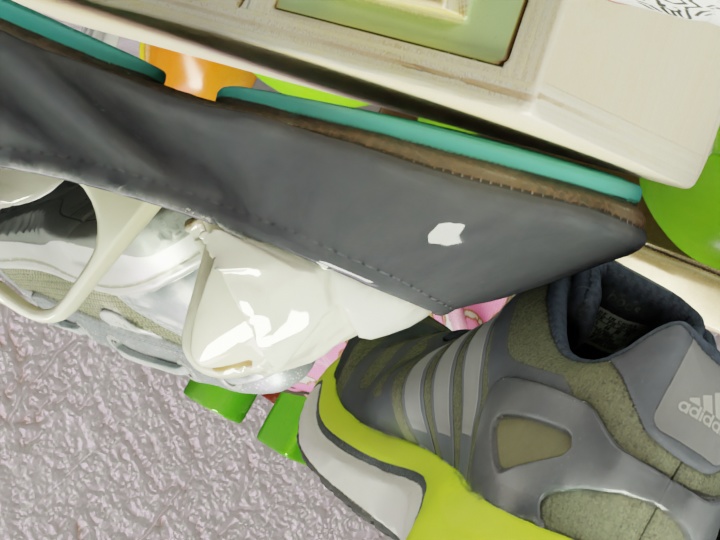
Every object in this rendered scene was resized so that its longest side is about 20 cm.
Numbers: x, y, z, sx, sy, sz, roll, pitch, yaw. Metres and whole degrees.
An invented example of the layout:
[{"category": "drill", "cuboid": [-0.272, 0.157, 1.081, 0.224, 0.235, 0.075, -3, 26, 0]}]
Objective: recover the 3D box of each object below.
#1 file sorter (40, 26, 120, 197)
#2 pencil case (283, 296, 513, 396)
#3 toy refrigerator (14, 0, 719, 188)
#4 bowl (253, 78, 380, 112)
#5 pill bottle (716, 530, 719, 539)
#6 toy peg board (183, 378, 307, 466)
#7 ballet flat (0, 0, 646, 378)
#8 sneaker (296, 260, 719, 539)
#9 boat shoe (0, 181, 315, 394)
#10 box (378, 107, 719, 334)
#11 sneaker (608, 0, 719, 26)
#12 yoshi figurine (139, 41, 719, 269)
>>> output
[{"category": "file sorter", "cuboid": [-0.134, -0.094, 0.809, 0.139, 0.125, 0.200, 19, 180, -9]}, {"category": "pencil case", "cuboid": [0.000, 0.000, 0.876, 0.086, 0.083, 0.200, 24, 170, -38]}, {"category": "toy refrigerator", "cuboid": [-0.012, -0.081, 0.602, 0.200, 0.076, 0.070, 19, 180, 40]}, {"category": "bowl", "cuboid": [0.026, -0.053, 1.029, 0.200, 0.075, 0.200, 29, -178, 2]}, {"category": "pill bottle", "cuboid": [0.172, 0.052, 0.642, 0.200, 0.112, 0.112, -26, -176, -5]}, {"category": "toy peg board", "cuboid": [0.044, 0.053, 1.064, 0.200, 0.098, 0.199, 30, -179, 34]}, {"category": "ballet flat", "cuboid": [-0.042, -0.016, 0.588, 0.200, 0.073, 0.073, 18, 179, 5]}, {"category": "sneaker", "cuboid": [0.043, 0.035, 0.629, 0.074, 0.081, 0.200, 29, -177, -18]}, {"category": "boat shoe", "cuboid": [-0.061, -0.004, 0.808, 0.065, 0.074, 0.202, 59, 165, -12]}, {"category": "box", "cuboid": [0.105, -0.028, 0.804, 0.200, 0.021, 0.164, 21, -152, 0]}, {"category": "sneaker", "cuboid": [0.008, -0.082, 0.445, 0.201, 0.067, 0.108, 14, 176, 30]}, {"category": "yoshi figurine", "cuboid": [0.050, -0.048, 0.701, 0.200, 0.113, 0.112, 16, -174, 28]}]
